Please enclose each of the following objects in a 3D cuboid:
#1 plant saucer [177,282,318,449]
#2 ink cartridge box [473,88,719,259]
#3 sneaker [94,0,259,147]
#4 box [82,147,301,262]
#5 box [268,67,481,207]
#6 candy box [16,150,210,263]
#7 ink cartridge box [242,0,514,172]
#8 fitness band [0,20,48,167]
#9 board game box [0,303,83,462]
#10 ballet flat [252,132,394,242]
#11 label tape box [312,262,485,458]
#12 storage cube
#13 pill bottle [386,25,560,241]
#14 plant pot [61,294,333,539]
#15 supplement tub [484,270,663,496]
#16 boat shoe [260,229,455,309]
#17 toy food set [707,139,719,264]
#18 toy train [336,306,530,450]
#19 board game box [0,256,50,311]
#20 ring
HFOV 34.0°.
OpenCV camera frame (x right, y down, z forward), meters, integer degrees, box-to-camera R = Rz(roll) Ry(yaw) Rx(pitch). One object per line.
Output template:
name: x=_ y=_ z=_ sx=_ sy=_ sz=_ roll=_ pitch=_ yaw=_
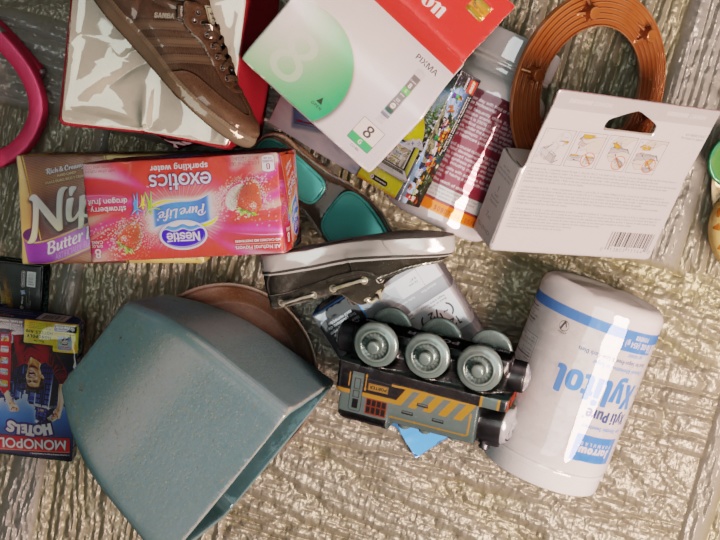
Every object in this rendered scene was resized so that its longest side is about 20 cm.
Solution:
plant saucer: x=-0.142 y=0.110 z=1.282 sx=0.199 sy=0.037 sz=0.202 roll=1 pitch=98 yaw=5
ink cartridge box: x=0.229 y=-0.097 z=1.143 sx=0.199 sy=0.045 sz=0.177 roll=3 pitch=124 yaw=-27
sneaker: x=-0.149 y=-0.199 z=1.038 sx=0.076 sy=0.070 sz=0.200 roll=-43 pitch=94 yaw=8
box: x=-0.164 y=-0.066 z=1.167 sx=0.198 sy=0.095 sz=0.101 roll=-2 pitch=99 yaw=8
box: x=0.009 y=-0.167 z=1.172 sx=0.200 sy=0.038 sz=0.137 roll=34 pitch=102 yaw=36
candy box: x=-0.261 y=-0.068 z=1.255 sx=0.198 sy=0.056 sz=0.118 roll=0 pitch=99 yaw=3
ink cartridge box: x=0.016 y=-0.213 z=1.065 sx=0.161 sy=0.050 sz=0.200 roll=41 pitch=113 yaw=-11
fitness band: x=-0.422 y=-0.203 z=1.260 sx=0.144 sy=0.037 sz=0.200 roll=-43 pitch=92 yaw=12
board game box: x=-0.396 y=0.139 z=1.265 sx=0.198 sy=0.062 sz=0.202 roll=6 pitch=101 yaw=3
ballet flat: x=-0.028 y=-0.071 z=1.226 sx=0.068 sy=0.067 sz=0.200 roll=-44 pitch=84 yaw=12
label tape box: x=0.062 y=0.088 z=1.248 sx=0.143 sy=0.066 sz=0.201 roll=-32 pitch=93 yaw=8
storage cube: x=-0.182 y=-0.218 z=1.164 sx=0.169 sy=0.180 sz=0.202 roll=9 pitch=98 yaw=3
pill bottle: x=0.115 y=-0.141 z=1.184 sx=0.114 sy=0.114 sz=0.201 roll=25 pitch=100 yaw=0
plant pot: x=-0.178 y=0.133 z=1.181 sx=0.200 sy=0.196 sz=0.196 roll=40 pitch=100 yaw=8
supplement tub: x=0.217 y=0.113 z=1.206 sx=0.131 sy=0.132 sz=0.201 roll=18 pitch=99 yaw=2
boat shoe: x=0.000 y=0.000 z=1.159 sx=0.198 sy=0.071 sz=0.064 roll=-8 pitch=96 yaw=17
toy food set: x=0.453 y=-0.089 z=1.198 sx=0.198 sy=0.049 sz=0.200 roll=1 pitch=98 yaw=5
toy train: x=0.067 y=0.109 z=1.172 sx=0.198 sy=0.085 sz=0.115 roll=12 pitch=106 yaw=13
board game box: x=-0.417 y=0.083 z=1.303 sx=0.134 sy=0.028 sz=0.202 roll=7 pitch=100 yaw=4
ring: x=0.230 y=-0.175 z=1.159 sx=0.199 sy=0.019 sz=0.202 roll=-14 pitch=117 yaw=-28
